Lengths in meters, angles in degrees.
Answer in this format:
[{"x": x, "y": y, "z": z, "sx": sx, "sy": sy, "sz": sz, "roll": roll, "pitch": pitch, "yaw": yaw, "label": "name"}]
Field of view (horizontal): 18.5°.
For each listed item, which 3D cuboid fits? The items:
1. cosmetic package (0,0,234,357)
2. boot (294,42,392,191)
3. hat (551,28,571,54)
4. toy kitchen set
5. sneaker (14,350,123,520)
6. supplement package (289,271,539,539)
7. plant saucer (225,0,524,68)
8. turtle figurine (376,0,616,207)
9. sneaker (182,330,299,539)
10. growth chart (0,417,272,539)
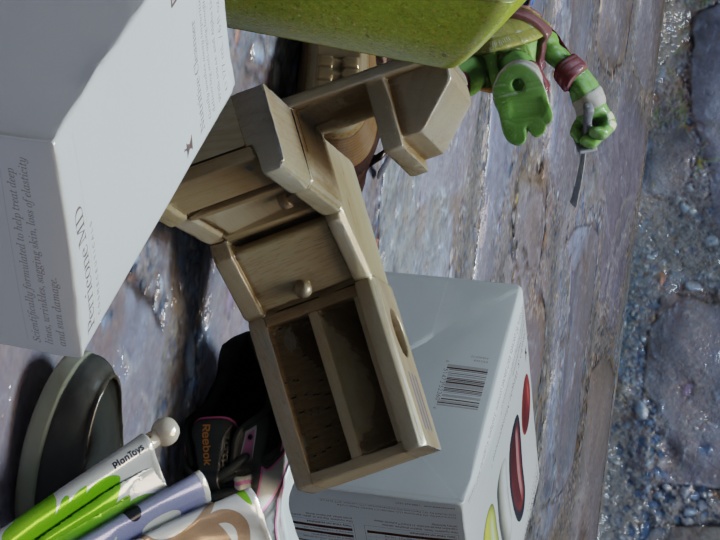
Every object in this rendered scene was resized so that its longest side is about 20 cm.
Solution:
[{"x": -0.122, "y": -0.071, "z": 0.932, "sx": 0.200, "sy": 0.081, "sz": 0.113, "roll": -69, "pitch": 162, "yaw": -47, "label": "cosmetic package"}, {"x": -0.008, "y": -0.143, "z": 1.431, "sx": 0.167, "sy": 0.072, "sz": 0.201, "roll": 95, "pitch": 6, "yaw": -67, "label": "boot"}, {"x": 0.138, "y": -0.216, "z": 1.590, "sx": 0.166, "sy": 0.176, "sz": 0.200, "roll": -50, "pitch": -178, "yaw": 17, "label": "hat"}, {"x": 0.000, "y": 0.000, "z": 1.158, "sx": 0.200, "sy": 0.162, "sz": 0.181, "roll": 33, "pitch": 39, "yaw": -74, "label": "toy kitchen set"}, {"x": -0.103, "y": 0.138, "z": 1.055, "sx": 0.075, "sy": 0.106, "sz": 0.201, "roll": -43, "pitch": 138, "yaw": -68, "label": "sneaker"}, {"x": 0.030, "y": 0.138, "z": 1.505, "sx": 0.201, "sy": 0.146, "sz": 0.192, "roll": 80, "pitch": 21, "yaw": -46, "label": "supplement package"}, {"x": 0.000, "y": -0.154, "z": 1.141, "sx": 0.200, "sy": 0.198, "sz": 0.048, "roll": -50, "pitch": 149, "yaw": -65, "label": "plant saucer"}, {"x": 0.094, "y": -0.100, "z": 1.514, "sx": 0.201, "sy": 0.143, "sz": 0.194, "roll": -61, "pitch": 174, "yaw": 18, "label": "turtle figurine"}, {"x": -0.077, "y": 0.123, "z": 1.256, "sx": 0.086, "sy": 0.080, "sz": 0.201, "roll": 60, "pitch": 30, "yaw": -49, "label": "sneaker"}, {"x": -0.078, "y": 0.169, "z": 1.017, "sx": 0.145, "sy": 0.018, "sz": 0.201, "roll": -39, "pitch": 103, "yaw": -27, "label": "growth chart"}]
